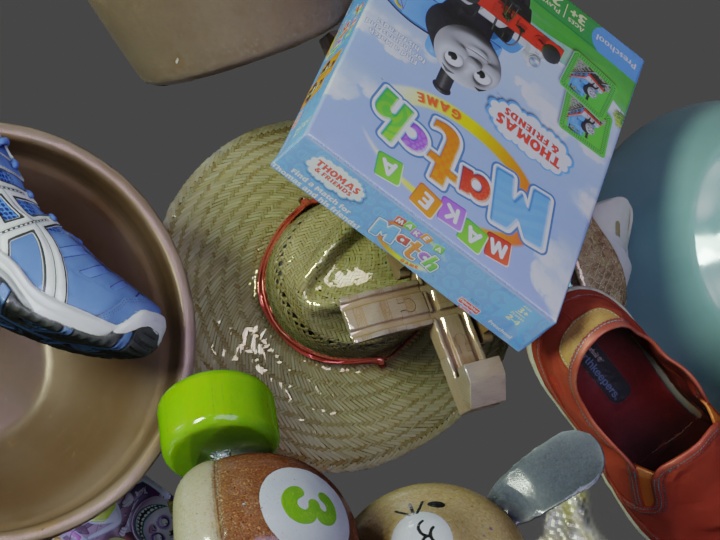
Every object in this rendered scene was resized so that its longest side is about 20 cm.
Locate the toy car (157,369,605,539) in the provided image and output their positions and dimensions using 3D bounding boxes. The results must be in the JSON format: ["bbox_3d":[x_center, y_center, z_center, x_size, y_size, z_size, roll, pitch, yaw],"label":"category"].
[{"bbox_3d":[0.021,0.134,1.067,0.200,0.158,0.165,-11,54,0],"label":"toy car"}]

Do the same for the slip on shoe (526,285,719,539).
[{"bbox_3d":[0.156,0.091,1.166,0.074,0.061,0.200,-41,107,-4],"label":"slip on shoe"}]

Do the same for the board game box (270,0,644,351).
[{"bbox_3d":[0.053,-0.078,1.160,0.151,0.037,0.200,36,46,-14],"label":"board game box"}]

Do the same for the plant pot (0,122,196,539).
[{"bbox_3d":[-0.185,0.037,1.128,0.200,0.093,0.201,4,77,-17],"label":"plant pot"}]

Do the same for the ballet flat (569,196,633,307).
[{"bbox_3d":[0.103,-0.039,1.230,0.065,0.071,0.200,-22,76,-14],"label":"ballet flat"}]

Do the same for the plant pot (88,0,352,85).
[{"bbox_3d":[-0.081,-0.192,1.176,0.200,0.200,0.175,-24,104,-20],"label":"plant pot"}]

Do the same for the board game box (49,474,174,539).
[{"bbox_3d":[-0.131,0.202,1.144,0.120,0.032,0.200,38,70,-10],"label":"board game box"}]

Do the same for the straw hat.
[{"bbox_3d":[0.000,0.000,1.196,0.201,0.085,0.201,4,77,-16],"label":"straw hat"}]

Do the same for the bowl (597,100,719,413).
[{"bbox_3d":[0.225,-0.007,1.256,0.200,0.105,0.201,3,78,-16],"label":"bowl"}]

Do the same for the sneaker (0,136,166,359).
[{"bbox_3d":[-0.170,-0.026,1.058,0.200,0.076,0.077,31,75,-9],"label":"sneaker"}]

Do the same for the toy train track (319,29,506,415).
[{"bbox_3d":[0.030,-0.029,1.154,0.115,0.033,0.200,-13,77,-37],"label":"toy train track"}]
